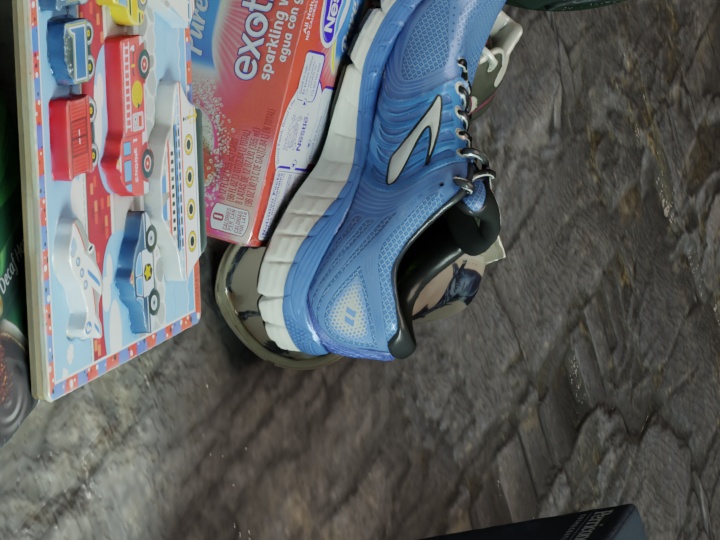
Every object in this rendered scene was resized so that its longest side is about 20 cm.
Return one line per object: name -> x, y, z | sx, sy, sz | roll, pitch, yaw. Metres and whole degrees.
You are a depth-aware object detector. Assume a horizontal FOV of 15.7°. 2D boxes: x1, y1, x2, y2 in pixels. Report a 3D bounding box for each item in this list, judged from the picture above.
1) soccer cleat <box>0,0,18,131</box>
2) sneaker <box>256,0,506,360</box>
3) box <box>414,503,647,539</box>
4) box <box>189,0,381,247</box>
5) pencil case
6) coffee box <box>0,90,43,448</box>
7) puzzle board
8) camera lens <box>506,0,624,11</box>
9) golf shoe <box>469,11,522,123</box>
soccer cleat -> -0.137, -0.099, 1.093 | 0.085, 0.069, 0.201 | -1, 100, -24
sneaker -> 0.031, -0.048, 1.160 | 0.201, 0.089, 0.079 | -69, 159, -12
box -> 0.026, 0.189, 1.152 | 0.148, 0.199, 0.108 | -35, 112, -67
box -> -0.047, -0.116, 1.176 | 0.100, 0.095, 0.201 | 1, 104, -67
pencil case -> 0.000, 0.000, 1.332 | 0.078, 0.089, 0.200 | 65, 22, 3
coffee box -> -0.171, -0.034, 0.992 | 0.123, 0.044, 0.201 | -55, 129, -61
puzzle board -> -0.096, -0.062, 1.050 | 0.151, 0.017, 0.201 | -29, 120, -66
camera lens -> 0.132, -0.281, 1.702 | 0.160, 0.159, 0.201 | 37, 46, -59
golf shoe -> 0.025, -0.100, 1.372 | 0.077, 0.088, 0.200 | 45, 20, 4
